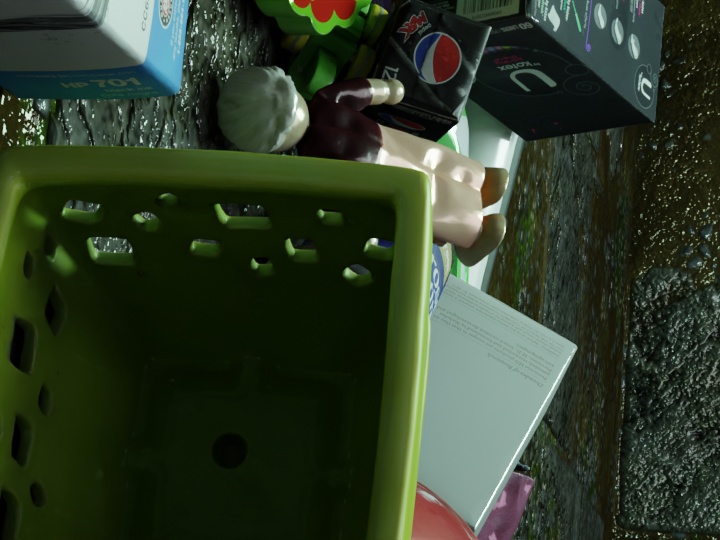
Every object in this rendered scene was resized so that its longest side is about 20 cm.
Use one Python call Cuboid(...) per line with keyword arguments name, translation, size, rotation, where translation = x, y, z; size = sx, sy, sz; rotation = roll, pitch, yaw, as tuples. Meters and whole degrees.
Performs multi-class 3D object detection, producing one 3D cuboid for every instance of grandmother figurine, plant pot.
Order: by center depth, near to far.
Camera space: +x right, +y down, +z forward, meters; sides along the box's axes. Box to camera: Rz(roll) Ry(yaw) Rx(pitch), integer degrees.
Cuboid(name="plant pot", translation=(-0.065, 0.072, 0.844), size=(0.182, 0.197, 0.202), rotation=(72, 23, -69))
Cuboid(name="grandmother figurine", translation=(0.000, -0.066, 1.145), size=(0.199, 0.060, 0.122), rotation=(25, 47, -29))

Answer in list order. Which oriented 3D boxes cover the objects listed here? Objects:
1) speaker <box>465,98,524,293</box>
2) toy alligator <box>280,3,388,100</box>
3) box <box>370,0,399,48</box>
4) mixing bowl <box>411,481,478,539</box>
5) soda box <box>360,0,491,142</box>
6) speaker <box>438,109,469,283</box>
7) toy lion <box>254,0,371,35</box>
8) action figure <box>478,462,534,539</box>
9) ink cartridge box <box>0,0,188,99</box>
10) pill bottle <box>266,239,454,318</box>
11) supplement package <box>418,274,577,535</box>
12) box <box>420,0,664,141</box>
Cuboid(name="speaker", translation=(0.083, -0.062, 1.550), size=(0.081, 0.081, 0.202), rotation=(40, 63, -72))
Cuboid(name="toy alligator", translation=(-0.018, -0.174, 1.269), size=(0.054, 0.059, 0.201), rotation=(-45, -157, 44))
Cuboid(name="box", translation=(0.025, -0.264, 1.443), size=(0.201, 0.039, 0.138), rotation=(-71, 158, -49))
Cuboid(name="mixing bowl", translation=(-0.029, 0.181, 0.958), size=(0.108, 0.198, 0.202), rotation=(59, 35, -67))
Cuboid(name="soda box", translation=(0.036, -0.130, 1.291), size=(0.200, 0.063, 0.071), rotation=(159, -49, -84))
Cuboid(name="speaker", translation=(0.039, -0.033, 1.432), size=(0.088, 0.088, 0.202), rotation=(2, 90, -76))
Cuboid(name="toy lion", translation=(-0.013, -0.239, 1.199), size=(0.200, 0.068, 0.194), rotation=(20, 76, -58))
Cuboid(name="action figure", translation=(0.086, 0.262, 1.701), size=(0.149, 0.133, 0.202), rotation=(11, -95, 62))
Cuboid(name="ink cartridge box", translation=(-0.134, -0.166, 0.746), size=(0.200, 0.085, 0.148), rotation=(42, 51, -73))
Cuboid(name="pill bottle", translation=(0.000, 0.000, 1.234), size=(0.200, 0.111, 0.113), rotation=(-62, 150, -59))
Cuboid(name="supplement package", translation=(0.048, 0.119, 1.288), size=(0.200, 0.117, 0.117), rotation=(-54, 170, -46))
Cuboid(name="box", translation=(0.132, -0.187, 1.434), size=(0.200, 0.121, 0.107), rotation=(29, 63, -49))
